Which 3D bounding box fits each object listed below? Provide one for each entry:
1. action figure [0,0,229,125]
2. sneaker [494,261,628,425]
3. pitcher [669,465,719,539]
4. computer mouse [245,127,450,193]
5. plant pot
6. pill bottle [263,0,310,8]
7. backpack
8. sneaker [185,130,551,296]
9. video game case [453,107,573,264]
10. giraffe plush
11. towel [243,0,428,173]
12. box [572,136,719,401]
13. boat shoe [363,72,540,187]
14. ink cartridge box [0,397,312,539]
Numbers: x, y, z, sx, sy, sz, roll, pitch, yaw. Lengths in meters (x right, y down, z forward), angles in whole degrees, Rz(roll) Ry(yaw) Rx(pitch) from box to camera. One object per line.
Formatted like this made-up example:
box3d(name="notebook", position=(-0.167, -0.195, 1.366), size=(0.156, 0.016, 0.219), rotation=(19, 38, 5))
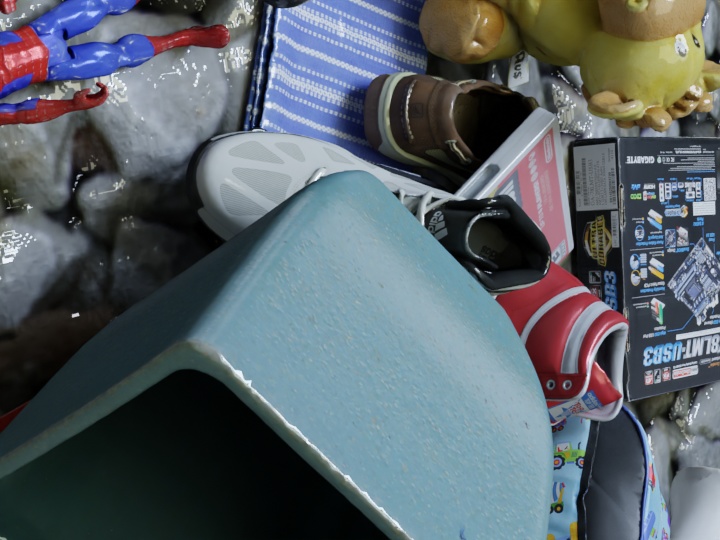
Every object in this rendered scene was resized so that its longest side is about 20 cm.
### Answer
box3d(name="action figure", position=(-0.138, -0.116, 0.697), size=(0.200, 0.099, 0.065), rotation=(-28, 108, -38))
box3d(name="sneaker", position=(0.086, 0.091, 0.854), size=(0.200, 0.112, 0.071), rotation=(-59, 148, 2))
box3d(name="pitcher", position=(0.267, 0.283, 1.094), size=(0.200, 0.121, 0.172), rotation=(-62, 145, -38))
box3d(name="computer mouse", position=(0.000, 0.000, 0.835), size=(0.200, 0.046, 0.141), rotation=(12, 84, -47))
box3d(name="plant pot", position=(-0.028, 0.069, 0.654), size=(0.196, 0.196, 0.200), rotation=(45, 40, -16))
box3d(name="pill bottle", position=(-0.082, -0.238, 0.733), size=(0.200, 0.106, 0.106), rotation=(37, 66, -32))
box3d(name="backpack", position=(0.119, 0.184, 0.903), size=(0.135, 0.182, 0.201), rotation=(44, 50, -45))
box3d(name="sneaker", position=(0.013, -0.035, 0.739), size=(0.200, 0.115, 0.076), rotation=(16, 79, -19))
box3d(name="video game case", position=(0.064, 0.009, 0.879), size=(0.200, 0.017, 0.143), rotation=(-46, 148, -19))
box3d(name="giraffe plush", position=(0.149, -0.159, 0.881), size=(0.172, 0.162, 0.200), rotation=(-39, 142, -14))
box3d(name="towel", position=(-0.008, -0.113, 0.871), size=(0.145, 0.024, 0.201), rotation=(14, 81, -44))
box3d(name="box", position=(0.247, -0.006, 1.104), size=(0.200, 0.050, 0.199), rotation=(-6, 96, -44))
box3d(name="boat shoe", position=(0.088, -0.088, 0.915), size=(0.202, 0.075, 0.075), rotation=(-2, 93, -53))
box3d(name="ink cartridge box", position=(-0.101, 0.144, 0.700), size=(0.160, 0.047, 0.201), rotation=(-31, 111, -40))
